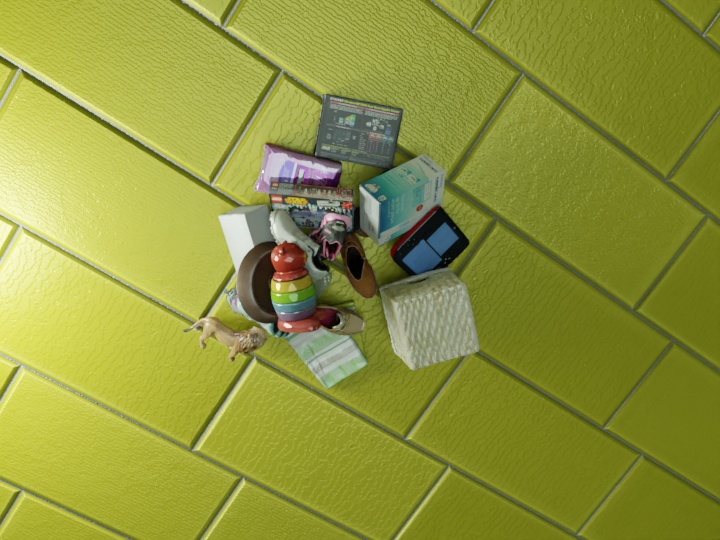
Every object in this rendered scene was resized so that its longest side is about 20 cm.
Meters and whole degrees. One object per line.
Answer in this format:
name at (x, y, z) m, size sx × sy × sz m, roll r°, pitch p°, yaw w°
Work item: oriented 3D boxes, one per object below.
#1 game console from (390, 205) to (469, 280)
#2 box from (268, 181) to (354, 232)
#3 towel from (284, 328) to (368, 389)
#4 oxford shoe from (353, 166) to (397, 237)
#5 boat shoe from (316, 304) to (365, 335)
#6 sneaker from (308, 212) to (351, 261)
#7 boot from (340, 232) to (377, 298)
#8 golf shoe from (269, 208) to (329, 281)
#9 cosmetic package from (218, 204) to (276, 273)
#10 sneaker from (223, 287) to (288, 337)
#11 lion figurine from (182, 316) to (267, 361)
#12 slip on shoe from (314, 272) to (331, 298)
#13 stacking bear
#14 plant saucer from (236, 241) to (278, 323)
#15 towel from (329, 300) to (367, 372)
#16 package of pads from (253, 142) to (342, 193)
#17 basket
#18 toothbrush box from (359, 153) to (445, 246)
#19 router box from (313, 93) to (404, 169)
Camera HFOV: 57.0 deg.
game console at (0.180, -0.056, 1.694) m, size 0.177 × 0.031 × 0.200 m, roll -42°, pitch 140°, yaw 7°
box at (-0.115, -0.151, 1.600) m, size 0.200 × 0.040 × 0.137 m, roll 6°, pitch 150°, yaw 3°
towel at (-0.090, 0.213, 1.781) m, size 0.149 × 0.031 × 0.200 m, roll -32°, pitch 106°, yaw 11°
oxford shoe at (0.048, -0.173, 1.687) m, size 0.071 × 0.071 × 0.200 m, roll 27°, pitch 101°, yaw -44°
boat shoe at (-0.066, 0.130, 1.704) m, size 0.200 × 0.069 × 0.074 m, roll 16°, pitch 89°, yaw -30°
sneaker at (-0.082, -0.059, 1.619) m, size 0.079 × 0.200 × 0.095 m, roll 8°, pitch 64°, yaw -16°
boot at (0.000, 0.000, 1.673) m, size 0.077 × 0.155 × 0.200 m, roll -16°, pitch 107°, yaw -2°
golf shoe at (-0.138, -0.066, 1.584) m, size 0.097 × 0.078 × 0.200 m, roll -14°, pitch 113°, yaw 37°
cosmetic package at (-0.263, -0.057, 1.640) m, size 0.081 × 0.113 × 0.200 m, roll -29°, pitch 114°, yaw -42°
sneaker at (-0.269, 0.097, 1.698) m, size 0.078 × 0.140 × 0.200 m, roll -58°, pitch 137°, yaw -15°
lion figurine at (-0.347, 0.164, 1.706) m, size 0.200 × 0.073 × 0.123 m, roll 23°, pitch 135°, yaw -19°
slip on shoe at (-0.148, 0.059, 1.727) m, size 0.074 × 0.061 × 0.200 m, roll 34°, pitch 113°, yaw -22°
stacking bear at (-0.156, 0.032, 1.545) m, size 0.114 × 0.121 × 0.200 m, roll -6°, pitch 107°, yaw 10°
plant saucer at (-0.208, 0.030, 1.600) m, size 0.200 × 0.034 × 0.201 m, roll -4°, pitch 96°, yaw -47°
towel at (-0.040, 0.181, 1.796) m, size 0.086 × 0.018 × 0.200 m, roll -11°, pitch 108°, yaw 2°
package of pads at (-0.153, -0.231, 1.631) m, size 0.200 × 0.076 × 0.121 m, roll 14°, pitch 107°, yaw -10°
basket at (0.173, 0.123, 1.659) m, size 0.198 × 0.161 × 0.200 m, roll -16°, pitch 106°, yaw -6°
toothbrush box at (0.101, -0.172, 1.606) m, size 0.200 × 0.085 × 0.146 m, roll -29°, pitch 145°, yaw -24°
router box at (-0.006, -0.340, 1.623) m, size 0.200 × 0.062 × 0.150 m, roll 9°, pitch 105°, yaw -9°
